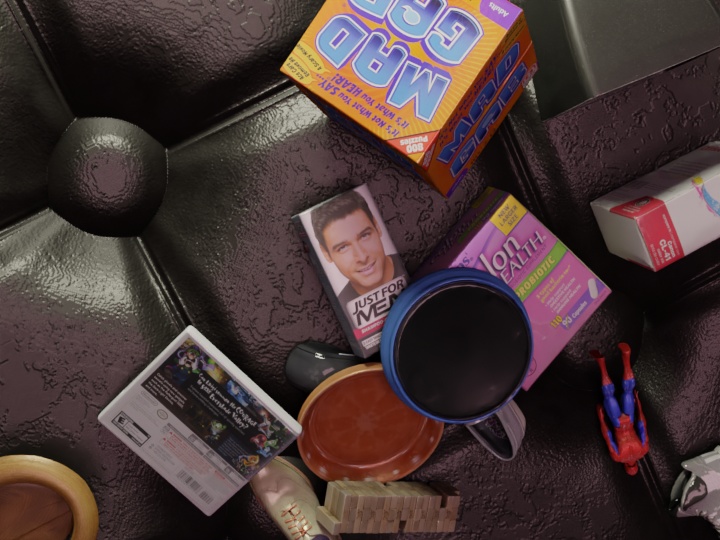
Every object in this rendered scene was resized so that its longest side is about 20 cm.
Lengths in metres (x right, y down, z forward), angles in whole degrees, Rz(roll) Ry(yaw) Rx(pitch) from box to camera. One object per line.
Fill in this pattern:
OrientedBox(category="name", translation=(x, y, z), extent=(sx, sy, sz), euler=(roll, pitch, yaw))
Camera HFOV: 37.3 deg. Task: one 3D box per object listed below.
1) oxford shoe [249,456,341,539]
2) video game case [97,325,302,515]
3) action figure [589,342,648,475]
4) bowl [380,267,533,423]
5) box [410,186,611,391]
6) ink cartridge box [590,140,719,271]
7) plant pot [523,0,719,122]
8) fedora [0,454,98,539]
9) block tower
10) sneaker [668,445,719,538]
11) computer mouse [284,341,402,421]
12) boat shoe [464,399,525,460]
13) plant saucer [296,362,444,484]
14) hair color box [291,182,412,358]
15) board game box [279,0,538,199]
OrientedBox(category="oxford shoe", translation=(-0.080, 0.328, 1.427), extent=(0.071, 0.074, 0.200), euler=(-39, 105, -2))
OrientedBox(category="video game case", translation=(-0.206, 0.196, 1.375), extent=(0.200, 0.023, 0.182), euler=(44, 107, -11))
OrientedBox(category="action figure", translation=(0.369, 0.201, 1.509), extent=(0.065, 0.052, 0.202), euler=(-15, 107, -3))
OrientedBox(category="bowl", translation=(0.125, 0.097, 1.348), extent=(0.199, 0.039, 0.202), euler=(-2, 102, -10))
OrientedBox(category="box", translation=(0.195, 0.022, 1.417), extent=(0.200, 0.097, 0.176), euler=(41, 90, -14))
OrientedBox(category="ink cartridge box", translation=(0.430, -0.089, 1.418), extent=(0.199, 0.148, 0.086), euler=(-25, 104, -5))
OrientedBox(category="plant pot", translation=(0.313, -0.316, 1.339), extent=(0.199, 0.199, 0.179), euler=(-21, 93, -7))
OrientedBox(category="fedora", translation=(-0.427, 0.312, 1.351), extent=(0.199, 0.082, 0.202), euler=(-1, 102, -6))
OrientedBox(category="block tower", translation=(0.043, 0.317, 1.434), extent=(0.199, 0.054, 0.058), euler=(5, 99, -29))
OrientedBox(category="sneaker", translation=(0.509, 0.362, 1.560), extent=(0.115, 0.075, 0.202), euler=(-15, 93, -4))
OrientedBox(category="computer mouse", translation=(0.008, 0.123, 1.422), extent=(0.199, 0.046, 0.141), euler=(21, 97, -14))
OrientedBox(category="boat shoe", translation=(0.158, 0.178, 1.428), extent=(0.070, 0.072, 0.201), euler=(-23, 120, 31))
OrientedBox(category="plant saucer", translation=(0.012, 0.203, 1.418), extent=(0.198, 0.032, 0.202), euler=(-6, 121, -9))
OrientedBox(category="hair color box", translation=(0.000, 0.000, 1.375), extent=(0.098, 0.061, 0.201), euler=(-26, 95, -12))
OrientedBox(category="board game box", translation=(0.065, -0.237, 1.254), extent=(0.199, 0.200, 0.201), euler=(35, 92, 16))
